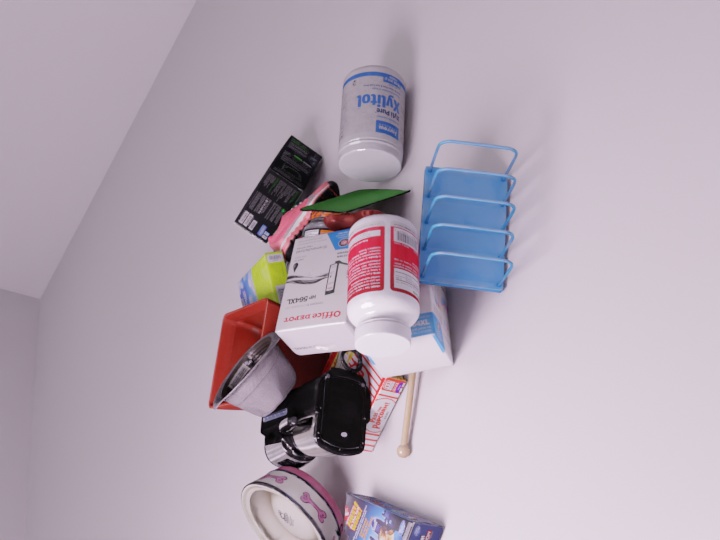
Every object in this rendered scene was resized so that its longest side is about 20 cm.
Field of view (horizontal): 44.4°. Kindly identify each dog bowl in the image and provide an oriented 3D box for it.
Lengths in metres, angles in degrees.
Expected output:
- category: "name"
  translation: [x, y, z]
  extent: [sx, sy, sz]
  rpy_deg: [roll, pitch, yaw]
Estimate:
- category: "dog bowl"
  translation: [-0.115, 0.436, 1.569]
  extent: [0.074, 0.201, 0.200]
  rpy_deg: [-40, 8, -40]

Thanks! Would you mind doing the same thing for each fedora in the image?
- category: "fedora"
  translation: [-0.175, 0.198, 1.559]
  extent: [0.177, 0.090, 0.200]
  rpy_deg: [-49, 10, -5]

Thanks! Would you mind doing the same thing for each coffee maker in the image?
- category: "coffee maker"
  translation: [-0.076, 0.252, 1.580]
  extent: [0.200, 0.135, 0.193]
  rpy_deg: [-26, 29, 50]

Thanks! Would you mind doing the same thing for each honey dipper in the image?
- category: "honey dipper"
  translation: [0.085, 0.216, 1.497]
  extent: [0.038, 0.038, 0.202]
  rpy_deg: [-12, 68, 56]

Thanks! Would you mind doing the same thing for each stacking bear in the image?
- category: "stacking bear"
  translation: [0.000, 0.000, 1.675]
  extent: [0.121, 0.114, 0.202]
  rpy_deg: [-6, 77, 27]

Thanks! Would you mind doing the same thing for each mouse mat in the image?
- category: "mouse mat"
  translation: [-0.013, -0.138, 1.739]
  extent: [0.200, 0.160, 0.008]
  rpy_deg: [12, 118, 59]

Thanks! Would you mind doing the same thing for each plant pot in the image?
- category: "plant pot"
  translation: [-0.173, 0.189, 1.787]
  extent: [0.199, 0.175, 0.202]
  rpy_deg: [-21, 57, 53]

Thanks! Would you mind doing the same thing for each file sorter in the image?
- category: "file sorter"
  translation: [0.169, -0.086, 1.374]
  extent: [0.123, 0.137, 0.202]
  rpy_deg: [102, 174, -70]

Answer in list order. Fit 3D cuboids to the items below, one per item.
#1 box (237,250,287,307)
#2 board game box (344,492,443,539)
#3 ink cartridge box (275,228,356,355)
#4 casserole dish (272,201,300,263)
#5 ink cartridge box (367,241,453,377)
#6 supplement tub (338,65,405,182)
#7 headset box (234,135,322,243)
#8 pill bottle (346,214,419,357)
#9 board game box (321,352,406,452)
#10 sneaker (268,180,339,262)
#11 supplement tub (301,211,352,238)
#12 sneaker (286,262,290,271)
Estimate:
- category: "box"
  translation: [-0.202, 0.049, 1.867]
  extent: [0.200, 0.047, 0.123]
  rpy_deg: [-37, 64, 61]
- category: "board game box"
  translation: [0.027, 0.457, 1.434]
  extent: [0.200, 0.061, 0.201]
  rpy_deg: [28, 99, 60]
- category: "ink cartridge box"
  translation: [-0.054, 0.037, 1.552]
  extent: [0.145, 0.084, 0.201]
  rpy_deg: [-10, 52, 25]
- category: "casserole dish"
  translation: [-0.164, -0.065, 1.979]
  extent: [0.121, 0.039, 0.201]
  rpy_deg: [121, 172, -56]
- category: "ink cartridge box"
  translation: [0.072, 0.053, 1.465]
  extent: [0.124, 0.129, 0.201]
  rpy_deg: [-11, 58, 15]
- category: "supplement tub"
  translation: [0.024, -0.295, 1.769]
  extent: [0.132, 0.131, 0.202]
  rpy_deg: [-29, 52, 49]
- category: "headset box"
  translation: [-0.186, -0.191, 2.028]
  extent: [0.174, 0.092, 0.200]
  rpy_deg: [-51, 11, 31]
- category: "pill bottle"
  translation: [0.035, 0.024, 1.350]
  extent: [0.112, 0.112, 0.201]
  rpy_deg: [-34, 45, 46]
- category: "board game box"
  translation: [-0.004, 0.212, 1.625]
  extent: [0.152, 0.046, 0.200]
  rpy_deg: [-65, 31, 14]
- category: "sneaker"
  translation: [-0.124, -0.116, 1.858]
  extent: [0.086, 0.074, 0.201]
  rpy_deg: [27, 75, 35]
- category: "supplement tub"
  translation: [-0.067, -0.016, 1.775]
  extent: [0.122, 0.122, 0.202]
  rpy_deg: [-15, 61, 55]
- category: "sneaker"
  translation: [-0.124, -0.033, 1.932]
  extent: [0.201, 0.070, 0.080]
  rpy_deg: [-62, 15, 7]
